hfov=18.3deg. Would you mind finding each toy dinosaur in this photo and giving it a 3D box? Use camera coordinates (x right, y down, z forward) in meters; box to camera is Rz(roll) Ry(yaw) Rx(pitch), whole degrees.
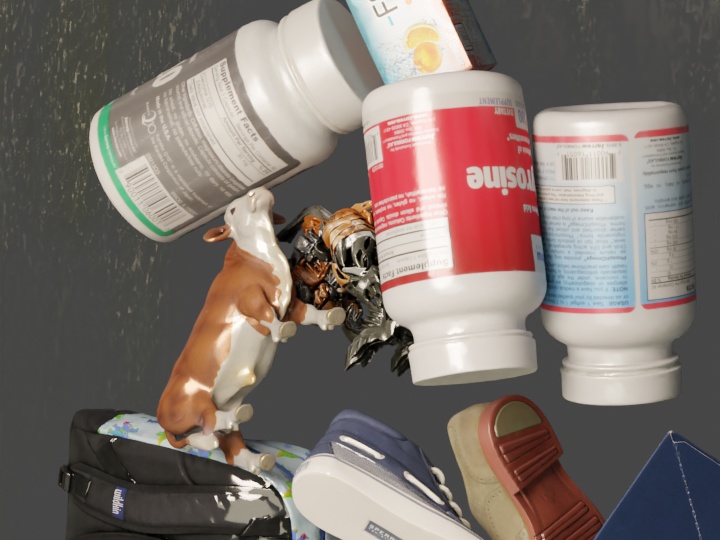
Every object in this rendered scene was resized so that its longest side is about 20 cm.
[{"bbox_3d":[0.000,0.000,1.617,0.200,0.102,0.136,-47,62,41],"label":"toy dinosaur"}]

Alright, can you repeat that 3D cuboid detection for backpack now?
[{"bbox_3d":[-0.110,0.187,1.664,0.200,0.154,0.163,3,94,41],"label":"backpack"}]

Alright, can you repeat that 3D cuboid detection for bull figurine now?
[{"bbox_3d":[-0.081,0.044,1.590,0.121,0.065,0.200,34,105,50],"label":"bull figurine"}]

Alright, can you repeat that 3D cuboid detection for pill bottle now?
[{"bbox_3d":[-0.086,-0.110,1.618,0.200,0.113,0.113,-27,88,21],"label":"pill bottle"},{"bbox_3d":[0.066,-0.026,1.514,0.112,0.112,0.200,-10,82,21],"label":"pill bottle"},{"bbox_3d":[0.175,-0.013,1.537,0.109,0.109,0.200,0,98,20],"label":"pill bottle"}]

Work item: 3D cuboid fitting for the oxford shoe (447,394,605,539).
[{"bbox_3d":[0.125,0.183,1.618,0.075,0.070,0.200,-13,100,54],"label":"oxford shoe"}]

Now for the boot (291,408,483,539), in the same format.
[{"bbox_3d":[0.051,0.177,1.608,0.200,0.090,0.073,36,128,-2],"label":"boot"}]

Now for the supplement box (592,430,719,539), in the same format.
[{"bbox_3d":[0.183,0.251,1.458,0.134,0.200,0.200,34,151,10],"label":"supplement box"}]

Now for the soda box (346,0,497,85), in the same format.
[{"bbox_3d":[0.021,-0.219,1.589,0.068,0.064,0.200,-25,88,22],"label":"soda box"}]
